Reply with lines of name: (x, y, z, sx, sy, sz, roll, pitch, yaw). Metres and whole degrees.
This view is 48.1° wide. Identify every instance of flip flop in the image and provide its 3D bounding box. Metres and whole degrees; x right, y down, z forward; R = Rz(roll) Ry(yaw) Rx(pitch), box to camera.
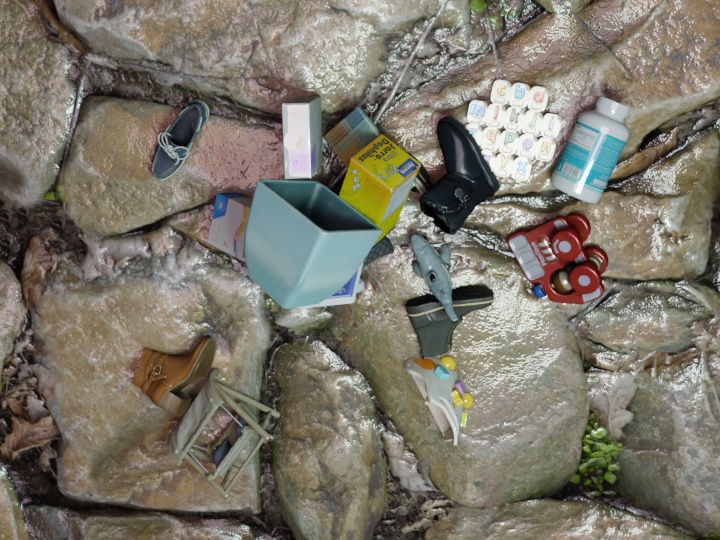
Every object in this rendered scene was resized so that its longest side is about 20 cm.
flip flop: (0.126, -0.170, 1.727, 0.057, 0.081, 0.201, -31, 106, 27)

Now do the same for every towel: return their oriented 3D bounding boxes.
towel: (0.021, -0.235, 1.698, 0.201, 0.022, 0.146, 53, 143, -7)

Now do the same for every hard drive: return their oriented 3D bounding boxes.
hard drive: (-0.057, -0.013, 1.709, 0.130, 0.202, 0.026, -7, 138, 23)

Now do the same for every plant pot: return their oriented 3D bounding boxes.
plant pot: (-0.114, -0.041, 1.579, 0.196, 0.195, 0.202, 37, 113, 27)

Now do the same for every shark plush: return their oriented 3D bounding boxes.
shark plush: (0.153, 0.023, 1.730, 0.089, 0.083, 0.203, -15, 69, 16)

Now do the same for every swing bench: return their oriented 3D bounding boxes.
swing bench: (-0.328, 0.376, 1.878, 0.199, 0.130, 0.200, 34, 106, -4)

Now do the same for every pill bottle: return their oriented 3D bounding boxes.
pill bottle: (0.476, -0.249, 1.650, 0.109, 0.111, 0.203, 22, 106, -1)

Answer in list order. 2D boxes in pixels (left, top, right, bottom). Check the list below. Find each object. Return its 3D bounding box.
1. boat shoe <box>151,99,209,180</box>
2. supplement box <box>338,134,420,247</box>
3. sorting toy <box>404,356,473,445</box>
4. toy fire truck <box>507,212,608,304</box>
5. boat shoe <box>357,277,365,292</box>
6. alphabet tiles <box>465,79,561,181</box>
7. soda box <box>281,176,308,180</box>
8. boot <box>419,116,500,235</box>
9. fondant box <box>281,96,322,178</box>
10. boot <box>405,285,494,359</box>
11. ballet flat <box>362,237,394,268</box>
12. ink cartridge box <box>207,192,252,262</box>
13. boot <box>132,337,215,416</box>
boat shoe: (-0.395, -0.279, 1.745, 0.075, 0.062, 0.200, 40, 105, -8)
supplement box: (0.028, -0.155, 1.654, 0.109, 0.109, 0.201, 38, 142, 13)
sorting toy: (0.185, 0.297, 1.784, 0.106, 0.180, 0.202, -26, 102, 11)
toy fire truck: (0.426, -0.016, 1.729, 0.166, 0.112, 0.202, -24, 102, 35)
boat shoe: (-0.090, 0.025, 1.791, 0.196, 0.074, 0.068, -8, 107, 8)
alphabet tiles: (0.318, -0.295, 1.701, 0.196, 0.015, 0.199, 10, 108, 3)
soda box: (-0.146, -0.097, 1.755, 0.068, 0.063, 0.203, -1, 110, -41)
boot: (0.181, -0.195, 1.665, 0.168, 0.076, 0.201, -40, 100, -24)
fondant box: (-0.117, -0.275, 1.649, 0.057, 0.200, 0.147, 1, 106, 5)
boot: (0.211, 0.118, 1.797, 0.197, 0.078, 0.141, -9, 108, 21)
ballet flat: (0.000, 0.000, 1.743, 0.057, 0.066, 0.200, 45, 72, -5)
ink cartridge box: (-0.231, -0.082, 1.732, 0.198, 0.067, 0.118, 24, 109, 33)
boot: (-0.435, 0.219, 1.878, 0.154, 0.076, 0.202, 28, 95, 23)
